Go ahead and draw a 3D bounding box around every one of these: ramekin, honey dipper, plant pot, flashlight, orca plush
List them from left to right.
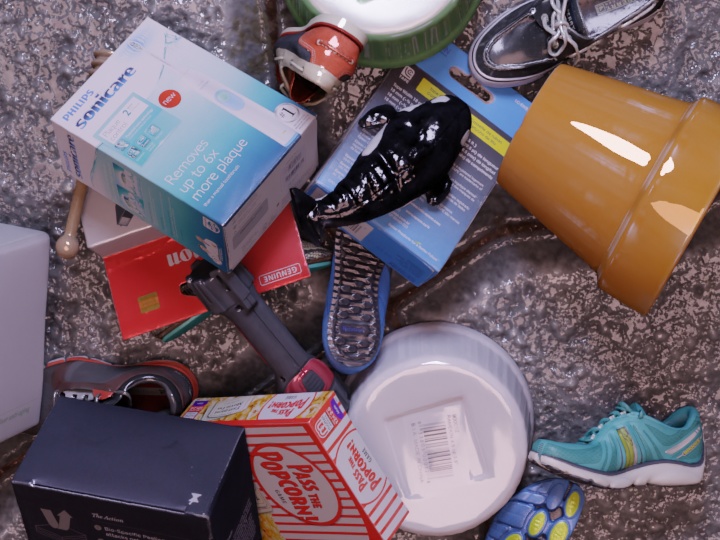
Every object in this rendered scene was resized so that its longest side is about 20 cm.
[{"bbox_3d":[-0.256,-0.109,1.621,0.037,0.038,0.203,10,79,0],"label":"honey dipper"},{"bbox_3d":[-0.089,0.066,1.608,0.067,0.068,0.201,-30,114,20],"label":"flashlight"},{"bbox_3d":[0.019,-0.291,1.556,0.197,0.098,0.203,0,88,2],"label":"ramekin"},{"bbox_3d":[0.028,-0.104,1.535,0.198,0.071,0.106,-21,82,-20],"label":"orca plush"},{"bbox_3d":[0.073,0.159,1.666,0.198,0.098,0.203,1,101,3],"label":"ramekin"},{"bbox_3d":[0.232,-0.091,1.568,0.182,0.200,0.202,31,101,8],"label":"plant pot"}]

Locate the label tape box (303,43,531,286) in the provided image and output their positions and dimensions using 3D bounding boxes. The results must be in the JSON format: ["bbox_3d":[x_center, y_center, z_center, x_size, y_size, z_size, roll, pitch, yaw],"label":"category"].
[{"bbox_3d":[0.058,-0.109,1.619,0.144,0.063,0.201,36,68,-5],"label":"label tape box"}]

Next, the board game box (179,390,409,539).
[{"bbox_3d":[-0.069,0.189,1.630,0.199,0.046,0.152,-8,122,45],"label":"board game box"}]

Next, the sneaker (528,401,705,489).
[{"bbox_3d":[0.248,0.167,1.655,0.198,0.077,0.081,0,95,-28],"label":"sneaker"}]

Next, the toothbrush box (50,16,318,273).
[{"bbox_3d":[-0.157,-0.116,1.554,0.199,0.086,0.147,31,63,18],"label":"toothbrush box"}]

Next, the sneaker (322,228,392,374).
[{"bbox_3d":[0.000,0.000,1.659,0.065,0.078,0.203,11,82,-5],"label":"sneaker"}]

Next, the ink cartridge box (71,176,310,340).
[{"bbox_3d":[-0.163,-0.050,1.627,0.198,0.045,0.178,-19,73,6],"label":"ink cartridge box"}]

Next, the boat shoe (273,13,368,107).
[{"bbox_3d":[-0.046,-0.181,1.550,0.071,0.200,0.063,28,81,-13],"label":"boat shoe"}]

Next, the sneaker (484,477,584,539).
[{"bbox_3d":[0.157,0.280,1.691,0.070,0.083,0.201,35,114,15],"label":"sneaker"}]

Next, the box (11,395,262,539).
[{"bbox_3d":[-0.205,0.241,1.627,0.194,0.118,0.202,8,133,14],"label":"box"}]

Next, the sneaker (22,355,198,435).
[{"bbox_3d":[-0.262,0.127,1.682,0.197,0.082,0.078,-10,101,4],"label":"sneaker"}]

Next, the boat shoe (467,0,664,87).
[{"bbox_3d":[0.193,-0.228,1.589,0.197,0.068,0.074,-18,89,3],"label":"boat shoe"}]

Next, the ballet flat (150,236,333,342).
[{"bbox_3d":[-0.127,-0.001,1.664,0.198,0.068,0.076,-25,84,9],"label":"ballet flat"}]

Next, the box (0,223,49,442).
[{"bbox_3d":[-0.414,0.060,1.598,0.169,0.199,0.203,10,103,20],"label":"box"}]
